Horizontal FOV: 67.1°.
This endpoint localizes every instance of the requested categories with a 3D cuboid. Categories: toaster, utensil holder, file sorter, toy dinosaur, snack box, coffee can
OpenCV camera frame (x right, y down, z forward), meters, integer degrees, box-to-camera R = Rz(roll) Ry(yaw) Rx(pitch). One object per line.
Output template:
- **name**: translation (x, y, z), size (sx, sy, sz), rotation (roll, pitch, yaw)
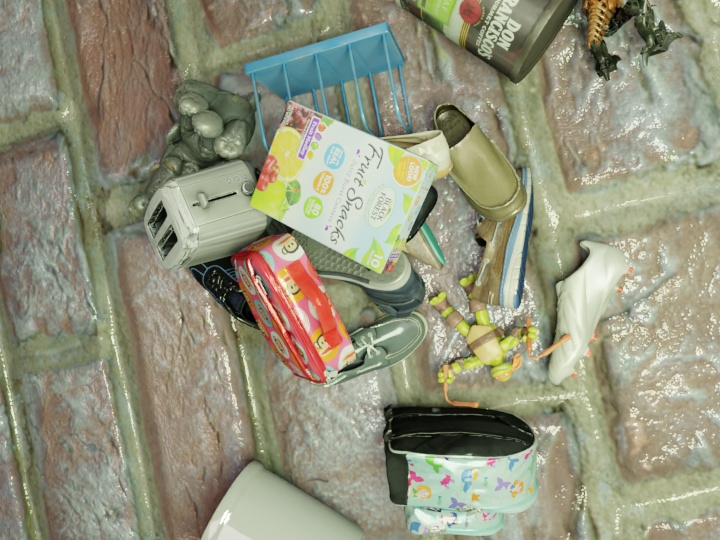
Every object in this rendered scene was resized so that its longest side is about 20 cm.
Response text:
- **toaster**: translation (-0.224, -0.073, 0.777), size (0.200, 0.129, 0.114), rotation (-26, 86, 55)
- **utensil holder**: translation (-0.117, 0.410, 0.807), size (0.199, 0.170, 0.171), rotation (26, 99, 8)
- **file sorter**: translation (-0.034, -0.237, 0.764), size (0.198, 0.139, 0.124), rotation (-11, 91, 14)
- **toy dinosaur**: translation (0.310, -0.318, 0.672), size (0.200, 0.102, 0.136), rotation (-41, 113, -17)
- **snack box**: translation (-0.024, -0.104, 0.668), size (0.199, 0.053, 0.143), rotation (28, 103, 18)
- **coffee can**: translation (0.164, -0.362, 0.705), size (0.200, 0.146, 0.147), rotation (37, 101, 10)

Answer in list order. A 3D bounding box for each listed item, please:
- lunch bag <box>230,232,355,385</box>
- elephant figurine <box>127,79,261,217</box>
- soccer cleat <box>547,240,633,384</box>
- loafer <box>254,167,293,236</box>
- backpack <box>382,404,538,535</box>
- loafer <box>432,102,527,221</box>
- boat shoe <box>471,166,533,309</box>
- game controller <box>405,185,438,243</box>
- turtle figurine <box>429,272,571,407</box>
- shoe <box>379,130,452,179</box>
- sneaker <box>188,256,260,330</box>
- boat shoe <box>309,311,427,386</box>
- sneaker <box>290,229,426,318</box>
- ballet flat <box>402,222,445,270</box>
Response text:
- **lunch bag**: translation (-0.085, 0.050, 0.721), size (0.082, 0.176, 0.201), rotation (-32, 103, -24)
- **elephant figurine**: translation (-0.252, -0.179, 0.834), size (0.200, 0.154, 0.142), rotation (-49, 44, 36)
- **soccer cleat**: translation (0.292, 0.056, 0.739), size (0.077, 0.069, 0.201), rotation (26, 92, 16)
- **loafer**: translation (-0.116, -0.074, 0.828), size (0.201, 0.068, 0.071), rotation (44, 112, 11)
- **backpack**: translation (0.136, 0.259, 0.730), size (0.198, 0.178, 0.152), rotation (-7, 95, 4)
- **loafer**: translation (0.147, -0.148, 0.726), size (0.076, 0.067, 0.201), rotation (-40, 57, 15)
- **boat shoe**: translation (0.190, -0.050, 0.734), size (0.072, 0.072, 0.201), rotation (6, 70, 23)
- **game controller**: translation (0.005, -0.101, 0.745), size (0.199, 0.042, 0.104), rotation (23, 59, 31)
- **turtle figurine**: translation (0.179, 0.088, 0.765), size (0.200, 0.064, 0.162), rotation (-36, 74, 28)
- **shoe**: translation (0.022, -0.155, 0.721), size (0.198, 0.054, 0.070), rotation (2, 49, 21)
- **sneaker**: translation (-0.196, 0.028, 0.849), size (0.199, 0.078, 0.070), rotation (30, 99, 10)
- **boat shoe**: translation (0.008, 0.122, 0.811), size (0.199, 0.062, 0.073), rotation (-26, 87, 14)
- **sneaker**: translation (0.000, 0.002, 0.777), size (0.201, 0.146, 0.077), rotation (22, 80, 30)
- **ballet flat**: translation (0.056, -0.080, 0.792), size (0.067, 0.068, 0.201), rotation (-28, 76, 18)
